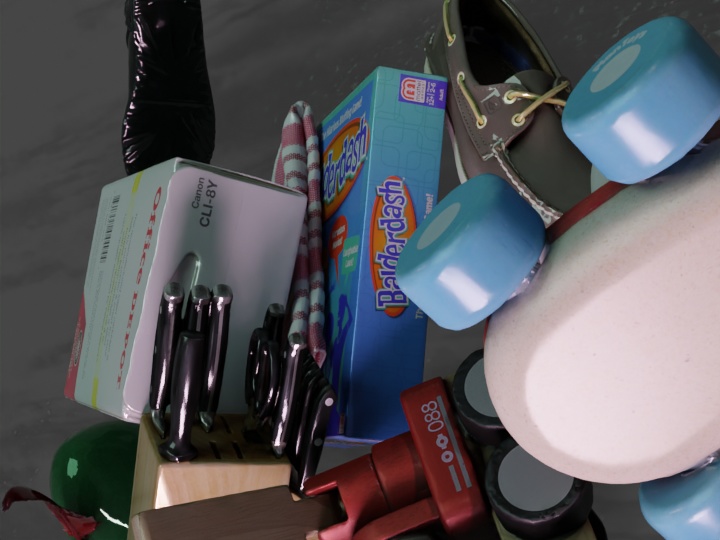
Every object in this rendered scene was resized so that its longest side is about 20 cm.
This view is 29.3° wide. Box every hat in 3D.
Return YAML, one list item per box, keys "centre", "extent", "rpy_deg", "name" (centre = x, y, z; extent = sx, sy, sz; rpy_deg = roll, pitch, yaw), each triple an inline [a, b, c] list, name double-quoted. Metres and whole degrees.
- centre: [-0.214, 0.146, 0.965]
  extent: [0.200, 0.175, 0.167]
  rpy_deg: [-41, 46, 37]
  name: "hat"

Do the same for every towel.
- centre: [-0.053, 0.012, 0.851]
  extent: [0.147, 0.030, 0.201]
  rpy_deg: [114, 158, -48]
  name: "towel"

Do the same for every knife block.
- centre: [-0.091, 0.114, 0.708]
  extent: [0.200, 0.176, 0.064]
  rpy_deg: [-39, 24, -1]
  name: "knife block"

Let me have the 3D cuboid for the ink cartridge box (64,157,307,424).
- centre: [-0.112, 0.019, 0.831]
  extent: [0.200, 0.083, 0.147]
  rpy_deg: [178, 103, -69]
  name: "ink cartridge box"

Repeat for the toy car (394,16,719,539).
- centre: [0.136, -0.017, 0.608]
  extent: [0.177, 0.184, 0.200]
  rpy_deg: [-41, 15, 24]
  name: "toy car"

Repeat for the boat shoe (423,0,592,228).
- centre: [0.085, -0.085, 0.741]
  extent: [0.201, 0.071, 0.060]
  rpy_deg: [-111, 22, -46]
  name: "boat shoe"

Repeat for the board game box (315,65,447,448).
- centre: [0.000, 0.000, 0.799]
  extent: [0.152, 0.045, 0.202]
  rpy_deg: [151, 125, -72]
  name: "board game box"

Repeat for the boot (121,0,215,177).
- centre: [-0.159, -0.174, 1.103]
  extent: [0.163, 0.073, 0.200]
  rpy_deg: [-113, 23, -62]
  name: "boot"

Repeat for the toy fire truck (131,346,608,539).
- centre: [0.016, 0.140, 0.627]
  extent: [0.198, 0.129, 0.177]
  rpy_deg: [-22, 52, 4]
  name: "toy fire truck"
